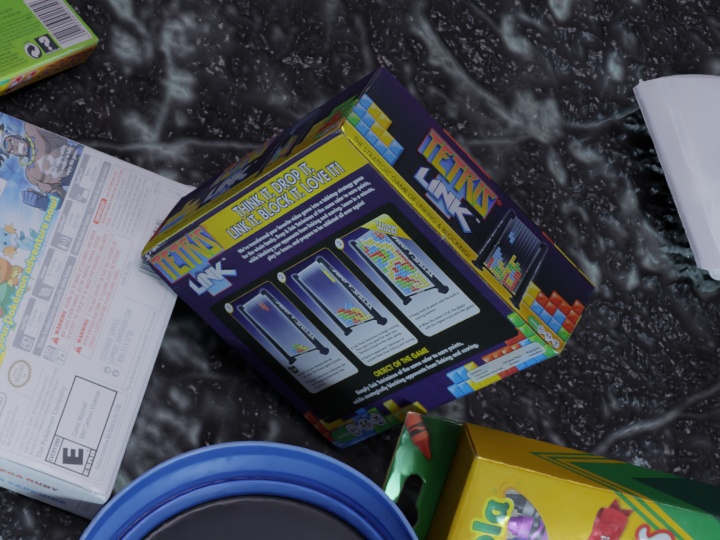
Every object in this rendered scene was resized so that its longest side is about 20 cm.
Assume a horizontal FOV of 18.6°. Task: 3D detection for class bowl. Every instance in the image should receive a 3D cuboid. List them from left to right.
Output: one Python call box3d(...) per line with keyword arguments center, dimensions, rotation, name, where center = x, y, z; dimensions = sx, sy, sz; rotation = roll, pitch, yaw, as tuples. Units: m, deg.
box3d(center=(-0.059, 0.186, 1.146), dimensions=(0.199, 0.039, 0.202), rotation=(-1, 58, 2), name="bowl")

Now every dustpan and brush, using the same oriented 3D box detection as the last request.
box3d(center=(0.276, -0.068, 1.415), dimensions=(0.199, 0.057, 0.140), rotation=(-12, 71, -16), name="dustpan and brush")

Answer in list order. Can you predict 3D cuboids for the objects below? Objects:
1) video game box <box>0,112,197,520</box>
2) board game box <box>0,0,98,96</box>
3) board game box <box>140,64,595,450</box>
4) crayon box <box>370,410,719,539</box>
box3d(center=(-0.197, 0.014, 1.211), dimensions=(0.181, 0.047, 0.201), rotation=(23, 60, -10), name="video game box")
box3d(center=(-0.249, -0.189, 1.286), dimensions=(0.200, 0.030, 0.095), rotation=(51, 40, 7), name="board game box")
box3d(center=(0.000, 0.000, 1.173), dimensions=(0.165, 0.200, 0.057), rotation=(46, 51, -14), name="board game box")
box3d(center=(0.102, 0.163, 1.199), dimensions=(0.199, 0.051, 0.128), rotation=(14, 106, -11), name="crayon box")
